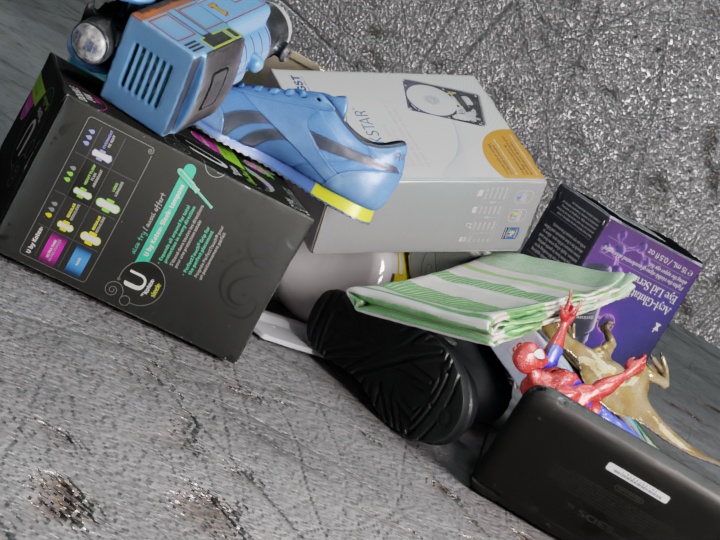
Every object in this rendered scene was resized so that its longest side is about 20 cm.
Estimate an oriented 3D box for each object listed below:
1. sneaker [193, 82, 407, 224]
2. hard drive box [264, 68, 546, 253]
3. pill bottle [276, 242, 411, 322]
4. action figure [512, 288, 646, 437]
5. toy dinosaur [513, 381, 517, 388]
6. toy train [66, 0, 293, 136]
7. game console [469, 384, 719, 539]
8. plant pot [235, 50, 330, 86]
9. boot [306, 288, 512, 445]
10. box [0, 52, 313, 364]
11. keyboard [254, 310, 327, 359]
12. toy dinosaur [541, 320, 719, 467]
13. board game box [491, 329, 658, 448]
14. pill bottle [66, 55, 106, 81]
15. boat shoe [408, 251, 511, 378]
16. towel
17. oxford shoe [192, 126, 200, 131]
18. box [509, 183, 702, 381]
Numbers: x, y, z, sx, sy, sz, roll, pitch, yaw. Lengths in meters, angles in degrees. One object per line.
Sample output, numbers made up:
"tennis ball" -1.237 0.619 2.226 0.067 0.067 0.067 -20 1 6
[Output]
"sneaker" -0.058 -0.114 1.390 0.199 0.079 0.066 29 11 -2
"hard drive box" 0.029 -0.091 1.541 0.199 0.077 0.156 -2 41 -27
"pill bottle" 0.000 0.000 1.636 0.109 0.110 0.200 32 6 16
"action figure" 0.192 0.093 1.390 0.200 0.099 0.065 37 -11 -30
"toy dinosaur" 0.108 0.024 1.787 0.180 0.202 0.105 -1 8 30
"toy train" -0.123 -0.170 1.321 0.114 0.087 0.200 35 30 11
"game console" 0.193 0.155 1.370 0.199 0.176 0.117 29 44 3
"plant pot" -0.100 -0.115 1.705 0.199 0.184 0.200 29 3 -2
"boot" 0.070 0.087 1.483 0.167 0.077 0.200 20 10 -42
"box" -0.158 -0.046 1.331 0.199 0.125 0.149 26 9 -20
"keyboard" -0.031 0.062 1.533 0.199 0.011 0.056 20 18 -49
"toy dinosaur" 0.217 0.099 1.524 0.200 0.058 0.101 43 24 6
"board game box" 0.187 0.115 1.564 0.200 0.041 0.200 40 12 -46
"pill bottle" -0.187 -0.128 1.456 0.110 0.201 0.111 29 9 -5
"boat shoe" 0.103 0.020 1.637 0.202 0.074 0.065 42 23 -40
"towel" 0.104 0.016 1.451 0.152 0.024 0.199 12 18 39
"oxford shoe" -0.126 -0.063 1.523 0.071 0.073 0.202 8 68 -69
"box" 0.235 0.035 1.935 0.147 0.201 0.104 23 11 -33
